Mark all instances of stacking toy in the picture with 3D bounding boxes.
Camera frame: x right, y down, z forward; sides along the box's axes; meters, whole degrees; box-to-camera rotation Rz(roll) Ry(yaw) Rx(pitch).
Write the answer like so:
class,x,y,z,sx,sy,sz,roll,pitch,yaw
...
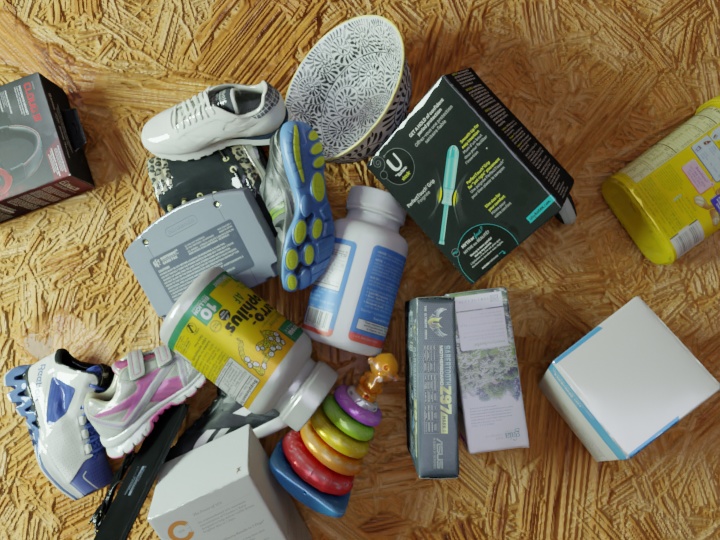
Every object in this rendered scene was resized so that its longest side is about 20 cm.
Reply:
class,x,y,z,sx,sy,sz,roll,pitch,yaw
stacking toy,-0.016,0.186,0.725,0.115,0.110,0.202,33,96,2

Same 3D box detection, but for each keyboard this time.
class,x,y,z,sx,sy,sz,roll,pitch,yaw
keyboard,-0.279,0.261,0.713,0.021,0.126,0.202,41,52,-28

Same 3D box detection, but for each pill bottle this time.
class,x,y,z,sx,sy,sz,roll,pitch,yaw
pill bottle,-0.129,0.098,0.693,0.199,0.113,0.113,38,87,0
pill bottle,0.000,0.000,0.752,0.110,0.112,0.204,16,86,1

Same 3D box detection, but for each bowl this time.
class,x,y,z,sx,sy,sz,roll,pitch,yaw
bowl,-0.002,-0.216,0.761,0.198,0.094,0.205,-16,63,33

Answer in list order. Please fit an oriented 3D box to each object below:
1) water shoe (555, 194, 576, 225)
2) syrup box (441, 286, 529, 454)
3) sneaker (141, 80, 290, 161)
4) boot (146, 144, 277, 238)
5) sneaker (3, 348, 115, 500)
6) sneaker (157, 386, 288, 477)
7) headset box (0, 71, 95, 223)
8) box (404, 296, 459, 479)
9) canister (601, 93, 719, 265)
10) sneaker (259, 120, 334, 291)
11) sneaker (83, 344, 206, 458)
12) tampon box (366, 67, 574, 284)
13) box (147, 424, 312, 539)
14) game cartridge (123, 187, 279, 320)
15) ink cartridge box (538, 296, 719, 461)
class,x,y,z,sx,sy,sz,roll,pitch,yaw
water shoe,0.215,-0.133,0.795,0.079,0.071,0.201,-39,88,25
syrup box,0.160,0.127,0.757,0.077,0.081,0.204,-7,86,1
sneaker,-0.189,-0.194,0.721,0.196,0.081,0.078,-11,76,8
boot,-0.187,-0.098,0.783,0.152,0.073,0.207,-24,84,2
sneaker,-0.366,0.185,0.754,0.114,0.081,0.201,-33,85,0
sneaker,-0.191,0.186,0.765,0.197,0.073,0.114,-22,78,-4
headset box,-0.468,-0.161,0.782,0.197,0.075,0.151,-20,85,-1
box,0.085,0.136,0.719,0.050,0.158,0.204,-1,85,0
canister,0.446,-0.121,0.775,0.198,0.087,0.150,-35,86,-1
sneaker,-0.080,-0.077,0.710,0.070,0.082,0.204,-7,96,-34
sneaker,-0.264,0.135,0.734,0.200,0.081,0.089,-46,112,-19
tampon box,0.138,-0.121,0.722,0.200,0.126,0.150,48,123,2
box,-0.147,0.314,0.700,0.123,0.098,0.203,-23,111,-2
game cartridge,-0.204,-0.022,0.751,0.197,0.042,0.135,-23,98,17
ink cartridge box,0.310,0.143,0.709,0.128,0.200,0.126,-36,69,-3
